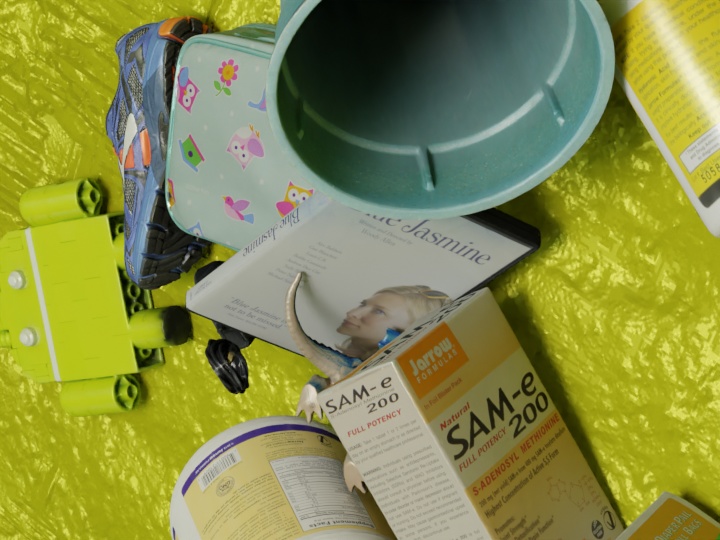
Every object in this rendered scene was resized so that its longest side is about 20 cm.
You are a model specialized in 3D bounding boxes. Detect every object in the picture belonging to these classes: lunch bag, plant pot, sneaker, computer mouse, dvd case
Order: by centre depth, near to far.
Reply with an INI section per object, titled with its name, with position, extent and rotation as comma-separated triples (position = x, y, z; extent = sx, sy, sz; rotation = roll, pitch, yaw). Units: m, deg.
[plant pot]
position = 0.032, -0.169, 1.351
extent = 0.200, 0.200, 0.196
rotation = -55, 30, 33
[dvd case]
position = 0.000, 0.000, 1.472
extent = 0.200, 0.142, 0.018
rotation = -36, 43, 40
[lunch bag]
position = -0.039, -0.085, 1.549
extent = 0.200, 0.077, 0.161
rotation = 18, 109, 35
[computer mouse]
position = -0.086, 0.036, 1.565
extent = 0.034, 0.200, 0.059
rotation = -27, 109, 5
[sneaker]
position = -0.146, -0.086, 1.647
extent = 0.078, 0.075, 0.201
rotation = 12, 98, 43

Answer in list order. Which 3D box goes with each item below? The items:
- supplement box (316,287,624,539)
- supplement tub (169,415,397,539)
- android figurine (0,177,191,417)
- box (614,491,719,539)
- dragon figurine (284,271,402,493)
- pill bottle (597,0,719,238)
[supplement box]
position = 0.076, 0.129, 1.446
extent = 0.073, 0.126, 0.200
rotation = -26, 96, 40
[supplement tub]
position = -0.038, 0.206, 1.522
extent = 0.200, 0.145, 0.146
rotation = -122, 45, -53
[android figurine]
position = -0.218, 0.022, 1.742
extent = 0.200, 0.041, 0.183
rotation = -6, 96, 38
[box]
position = 0.171, 0.257, 1.421
extent = 0.101, 0.112, 0.200
rotation = 34, 119, 16
[dragon figurine]
position = 0.009, 0.080, 1.512
extent = 0.059, 0.099, 0.200
rotation = -29, 100, 34
[pill bottle]
position = 0.202, -0.129, 1.319
extent = 0.111, 0.111, 0.200
rotation = -39, 76, 38
